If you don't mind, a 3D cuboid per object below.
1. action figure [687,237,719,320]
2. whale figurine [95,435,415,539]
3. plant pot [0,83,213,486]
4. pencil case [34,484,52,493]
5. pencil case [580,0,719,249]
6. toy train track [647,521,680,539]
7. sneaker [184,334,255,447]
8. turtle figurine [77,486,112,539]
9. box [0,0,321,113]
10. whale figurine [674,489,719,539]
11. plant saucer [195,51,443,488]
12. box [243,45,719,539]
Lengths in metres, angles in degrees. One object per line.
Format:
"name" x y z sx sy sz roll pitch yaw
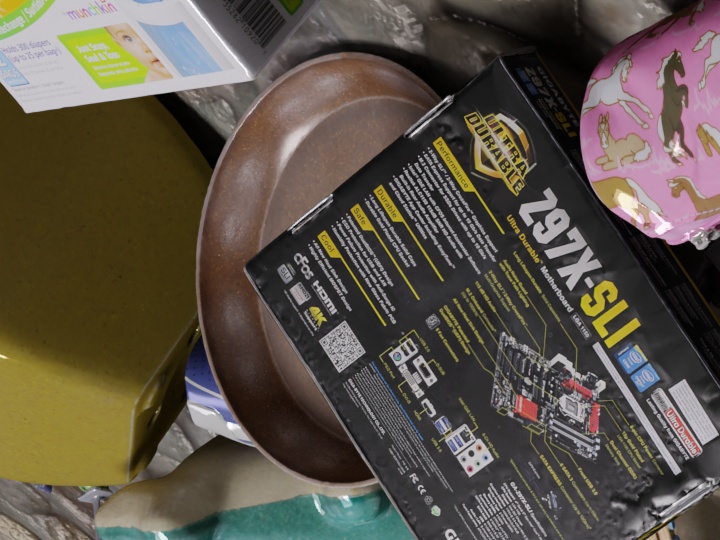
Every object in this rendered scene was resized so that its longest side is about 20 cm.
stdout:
"action figure" 0.203 0.034 1.168 0.130 0.070 0.200 38 170 -13
"whale figurine" -0.036 0.130 1.466 0.159 0.199 0.105 -3 100 55
"plant pot" -0.171 0.002 1.471 0.199 0.196 0.195 31 154 9
"pencil case" -0.249 0.055 1.783 0.200 0.088 0.089 35 154 12
"pencil case" 0.163 -0.068 1.036 0.087 0.083 0.200 45 153 -12
"toy train track" 0.122 0.087 1.234 0.114 0.033 0.201 -12 104 24
"sneaker" 0.010 0.026 1.381 0.198 0.081 0.116 3 131 16
"turtle figurine" -0.195 0.070 1.631 0.143 0.201 0.194 17 -167 -31
"box" -0.105 -0.149 1.235 0.113 0.102 0.199 50 152 -23
"whale figurine" 0.133 0.068 1.304 0.158 0.104 0.201 5 118 42
"plant saucer" 0.000 0.000 1.298 0.034 0.202 0.200 2 -175 -43
"box" 0.064 0.033 1.187 0.159 0.049 0.201 -38 80 25
